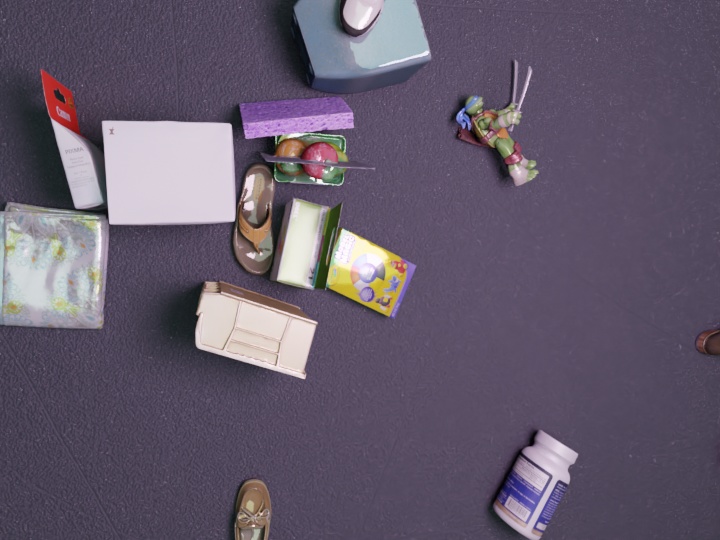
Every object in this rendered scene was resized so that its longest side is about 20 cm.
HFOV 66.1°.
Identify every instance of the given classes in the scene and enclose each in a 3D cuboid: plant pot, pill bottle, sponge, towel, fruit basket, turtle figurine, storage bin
[{"bbox_3d":[-0.015,-0.418,0.972,0.195,0.196,0.202,-21,100,-7],"label":"plant pot"},{"bbox_3d":[0.381,0.459,1.196,0.114,0.116,0.203,32,87,-15],"label":"pill bottle"},{"bbox_3d":[-0.117,-0.278,0.994,0.194,0.112,0.031,-9,125,-14],"label":"sponge"},{"bbox_3d":[-0.523,-0.005,0.940,0.166,0.048,0.207,5,94,-15],"label":"towel"},{"bbox_3d":[-0.084,-0.186,0.967,0.179,0.200,0.097,1,110,-15],"label":"fruit basket"},{"bbox_3d":[0.308,-0.287,1.093,0.198,0.144,0.196,-37,107,-5],"label":"turtle figurine"},{"bbox_3d":[-0.189,0.094,0.961,0.193,0.200,0.096,19,89,-16],"label":"storage bin"}]

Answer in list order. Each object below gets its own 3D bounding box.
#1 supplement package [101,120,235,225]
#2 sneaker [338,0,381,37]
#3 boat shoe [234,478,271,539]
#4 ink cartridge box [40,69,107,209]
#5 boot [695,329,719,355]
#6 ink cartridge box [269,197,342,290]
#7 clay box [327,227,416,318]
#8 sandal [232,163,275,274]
[{"bbox_3d":[-0.303,-0.152,0.908,0.185,0.200,0.152,-3,96,-14],"label":"supplement package"},{"bbox_3d":[0.023,-0.460,0.840,0.072,0.080,0.204,24,98,-9],"label":"sneaker"},{"bbox_3d":[-0.209,0.510,1.065,0.071,0.063,0.208,7,93,-16],"label":"boat shoe"},{"bbox_3d":[-0.441,-0.201,0.886,0.046,0.160,0.207,-12,98,-12],"label":"ink cartridge box"},{"bbox_3d":[0.919,0.160,1.325,0.195,0.097,0.077,-22,101,-12],"label":"boot"},{"bbox_3d":[-0.098,-0.047,0.967,0.074,0.199,0.153,13,85,-15],"label":"ink cartridge box"},{"bbox_3d":[0.000,0.000,1.084,0.196,0.048,0.118,25,89,-17],"label":"clay box"},{"bbox_3d":[-0.192,-0.095,1.019,0.078,0.054,0.207,5,94,-15],"label":"sandal"}]
